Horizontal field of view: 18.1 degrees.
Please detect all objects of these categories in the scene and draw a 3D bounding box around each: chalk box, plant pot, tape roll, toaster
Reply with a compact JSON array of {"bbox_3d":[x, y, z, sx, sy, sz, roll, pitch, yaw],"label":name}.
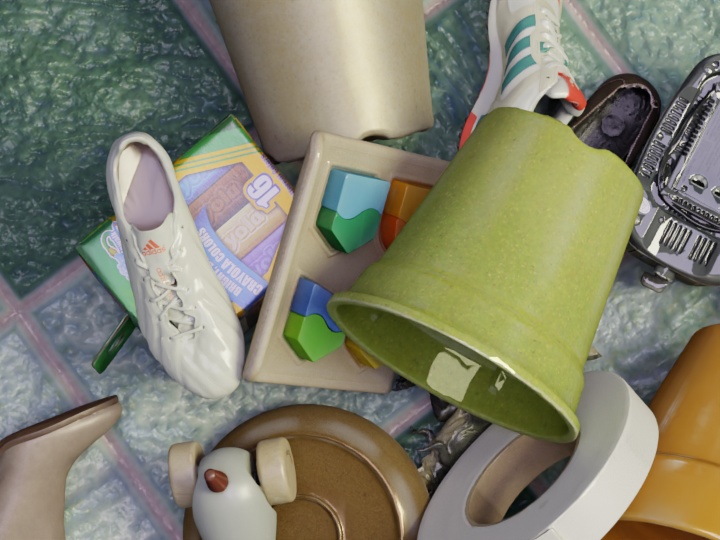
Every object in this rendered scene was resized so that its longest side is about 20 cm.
[{"bbox_3d":[-0.132,0.000,1.708,0.200,0.124,0.124,-39,85,-6],"label":"chalk box"},{"bbox_3d":[-0.043,0.202,1.712,0.198,0.027,0.202,-1,87,12],"label":"plant pot"},{"bbox_3d":[-0.028,-0.183,1.712,0.199,0.200,0.185,-12,94,-2],"label":"plant pot"},{"bbox_3d":[0.127,0.157,1.632,0.203,0.203,0.037,-44,109,-5],"label":"tape roll"},{"bbox_3d":[0.269,-0.078,1.719,0.113,0.129,0.201,27,84,2],"label":"toaster"},{"bbox_3d":[0.105,-0.007,1.605,0.199,0.200,0.185,28,78,3],"label":"plant pot"},{"bbox_3d":[0.277,0.149,1.673,0.199,0.200,0.184,22,67,2],"label":"plant pot"}]

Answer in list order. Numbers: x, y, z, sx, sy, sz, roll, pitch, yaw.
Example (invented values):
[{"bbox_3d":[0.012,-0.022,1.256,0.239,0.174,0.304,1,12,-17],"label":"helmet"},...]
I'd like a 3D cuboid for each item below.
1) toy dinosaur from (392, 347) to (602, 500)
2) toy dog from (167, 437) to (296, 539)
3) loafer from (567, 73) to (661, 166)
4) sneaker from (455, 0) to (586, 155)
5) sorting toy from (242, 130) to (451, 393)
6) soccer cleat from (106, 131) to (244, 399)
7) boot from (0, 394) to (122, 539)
[{"bbox_3d":[0.083,0.098,1.737,0.200,0.047,0.088,-41,102,-4],"label":"toy dinosaur"},{"bbox_3d":[-0.088,0.212,1.657,0.131,0.096,0.201,-29,82,9],"label":"toy dog"},{"bbox_3d":[0.163,-0.075,1.747,0.073,0.071,0.201,32,84,4],"label":"loafer"},{"bbox_3d":[0.141,-0.153,1.732,0.093,0.070,0.201,4,74,44],"label":"sneaker"},{"bbox_3d":[0.000,0.000,1.663,0.036,0.200,0.186,20,97,33],"label":"sorting toy"},{"bbox_3d":[-0.138,-0.003,1.608,0.069,0.078,0.201,-20,84,-3],"label":"soccer cleat"},{"bbox_3d":[-0.251,0.198,1.717,0.199,0.070,0.147,-23,90,-2],"label":"boot"}]
